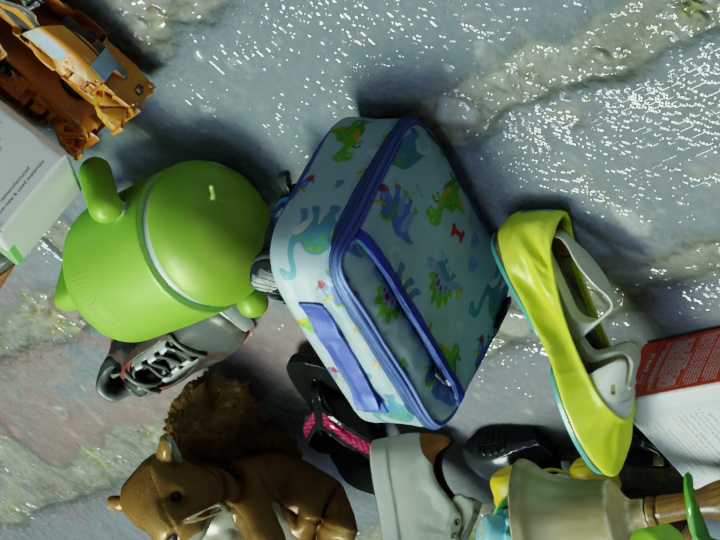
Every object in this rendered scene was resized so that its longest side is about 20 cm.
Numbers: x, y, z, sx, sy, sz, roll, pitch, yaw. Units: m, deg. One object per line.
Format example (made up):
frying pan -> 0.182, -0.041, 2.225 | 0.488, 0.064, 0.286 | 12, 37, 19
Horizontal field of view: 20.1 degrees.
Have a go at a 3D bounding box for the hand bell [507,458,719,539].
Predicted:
hand bell -> 0.216, 0.173, 1.452 | 0.200, 0.104, 0.104 | -10, 134, 19

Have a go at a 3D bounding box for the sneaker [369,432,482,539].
sneaker -> 0.064, 0.232, 1.688 | 0.084, 0.200, 0.073 | -11, 172, 9

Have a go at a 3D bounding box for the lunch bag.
lunch bag -> 0.024, 0.005, 1.418 | 0.082, 0.161, 0.200 | 3, 138, 35

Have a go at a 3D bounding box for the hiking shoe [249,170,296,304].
hiking shoe -> 0.000, 0.000, 1.513 | 0.074, 0.087, 0.200 | 3, 163, 34

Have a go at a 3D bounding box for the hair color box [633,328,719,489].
hair color box -> 0.293, 0.092, 1.421 | 0.111, 0.064, 0.200 | 46, 145, -23

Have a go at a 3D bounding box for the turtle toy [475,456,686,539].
turtle toy -> 0.171, 0.224, 1.574 | 0.200, 0.101, 0.146 | -13, 100, 37

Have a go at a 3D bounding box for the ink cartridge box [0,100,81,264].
ink cartridge box -> -0.316, -0.106, 1.529 | 0.200, 0.084, 0.146 | 38, 172, 3

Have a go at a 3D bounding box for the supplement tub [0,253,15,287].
supplement tub -> -0.348, -0.026, 1.697 | 0.122, 0.123, 0.200 | 34, 147, -7

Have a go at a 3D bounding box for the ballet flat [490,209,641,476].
ballet flat -> 0.157, 0.048, 1.418 | 0.067, 0.067, 0.200 | -22, 95, 31

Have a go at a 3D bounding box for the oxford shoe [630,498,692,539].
oxford shoe -> 0.195, 0.214, 1.659 | 0.073, 0.071, 0.200 | 45, 145, -16

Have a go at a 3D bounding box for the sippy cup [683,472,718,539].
sippy cup -> 0.305, 0.132, 1.301 | 0.140, 0.178, 0.131 | 31, 148, 55

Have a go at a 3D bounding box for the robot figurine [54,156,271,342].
robot figurine -> -0.148, -0.014, 1.556 | 0.175, 0.116, 0.200 | 35, 142, -31

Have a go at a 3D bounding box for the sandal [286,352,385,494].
sandal -> -0.014, 0.144, 1.744 | 0.075, 0.045, 0.200 | 10, 143, 29

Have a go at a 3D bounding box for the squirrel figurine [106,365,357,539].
squirrel figurine -> -0.126, 0.188, 1.751 | 0.186, 0.200, 0.142 | 19, 129, -32

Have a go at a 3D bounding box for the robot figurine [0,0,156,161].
robot figurine -> -0.252, -0.171, 1.480 | 0.200, 0.058, 0.145 | 39, 148, -17

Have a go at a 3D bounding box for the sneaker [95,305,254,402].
sneaker -> -0.161, 0.075, 1.728 | 0.077, 0.082, 0.200 | 40, 146, -16

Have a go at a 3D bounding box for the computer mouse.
computer mouse -> 0.163, 0.153, 1.633 | 0.200, 0.034, 0.059 | -6, 133, 42
